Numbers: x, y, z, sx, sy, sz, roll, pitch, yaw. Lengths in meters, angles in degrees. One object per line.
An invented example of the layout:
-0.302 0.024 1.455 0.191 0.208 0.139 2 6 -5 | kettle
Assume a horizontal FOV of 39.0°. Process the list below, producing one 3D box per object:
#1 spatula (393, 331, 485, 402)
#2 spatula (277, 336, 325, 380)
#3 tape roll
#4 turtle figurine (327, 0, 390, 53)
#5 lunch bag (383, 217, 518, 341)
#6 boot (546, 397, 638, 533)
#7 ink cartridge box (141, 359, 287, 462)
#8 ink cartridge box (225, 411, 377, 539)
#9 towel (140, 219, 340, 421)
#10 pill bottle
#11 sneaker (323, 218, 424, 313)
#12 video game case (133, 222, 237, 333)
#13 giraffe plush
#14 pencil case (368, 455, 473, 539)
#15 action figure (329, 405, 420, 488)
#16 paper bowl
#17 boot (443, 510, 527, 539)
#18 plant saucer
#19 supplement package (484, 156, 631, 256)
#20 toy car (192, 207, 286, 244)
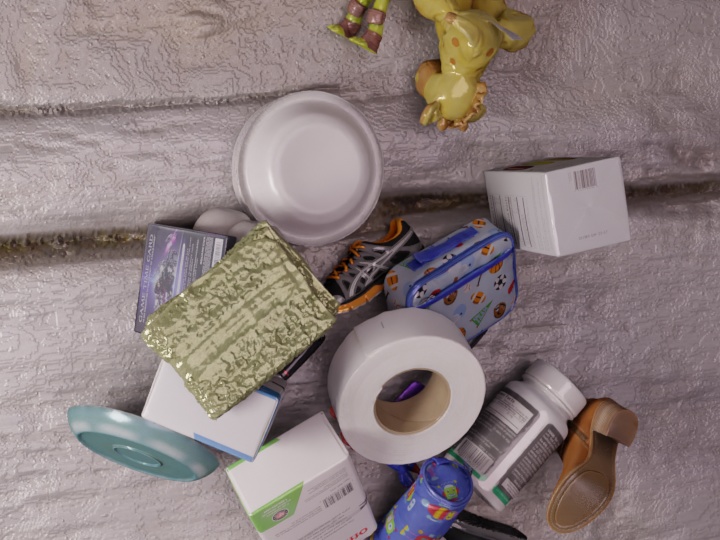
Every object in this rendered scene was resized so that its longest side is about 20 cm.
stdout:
0.118 0.143 1.431 0.056 0.021 0.200 43 71 -7 | spatula
-0.119 0.155 1.383 0.200 0.021 0.057 -45 102 -9 | spatula
0.058 0.150 1.318 0.200 0.071 0.205 -7 121 -12 | tape roll
0.019 -0.379 1.335 0.199 0.064 0.163 34 105 25 | turtle figurine
0.123 0.026 1.377 0.199 0.075 0.162 -31 135 -23 | lunch bag
0.304 0.268 1.447 0.076 0.155 0.202 28 84 -11 | boot
-0.174 0.158 1.259 0.144 0.200 0.085 21 89 -1 | ink cartridge box
-0.072 0.300 1.328 0.144 0.084 0.201 -29 139 -11 | ink cartridge box
-0.133 0.057 1.153 0.200 0.036 0.149 -41 93 -14 | towel
0.221 0.231 1.440 0.200 0.113 0.113 -47 105 -7 | pill bottle
0.000 0.000 1.379 0.199 0.078 0.078 -30 103 -22 | sneaker
-0.219 0.020 1.252 0.019 0.199 0.145 7 92 -38 | video game case
0.136 -0.275 1.360 0.170 0.201 0.164 8 122 -20 | giraffe plush
0.080 0.331 1.381 0.077 0.087 0.201 9 133 -23 | pencil case
0.035 0.245 1.415 0.199 0.066 0.052 36 126 -16 | action figure
-0.065 -0.133 1.330 0.198 0.104 0.204 -1 95 -15 | paper bowl
0.137 0.455 1.468 0.163 0.066 0.202 22 93 -15 | boot
-0.272 0.219 1.255 0.199 0.200 0.028 27 63 -16 | plant saucer
0.261 -0.091 1.376 0.112 0.200 0.111 -13 99 -15 | supplement package
-0.135 0.022 1.284 0.149 0.199 0.177 7 99 -36 | toy car
